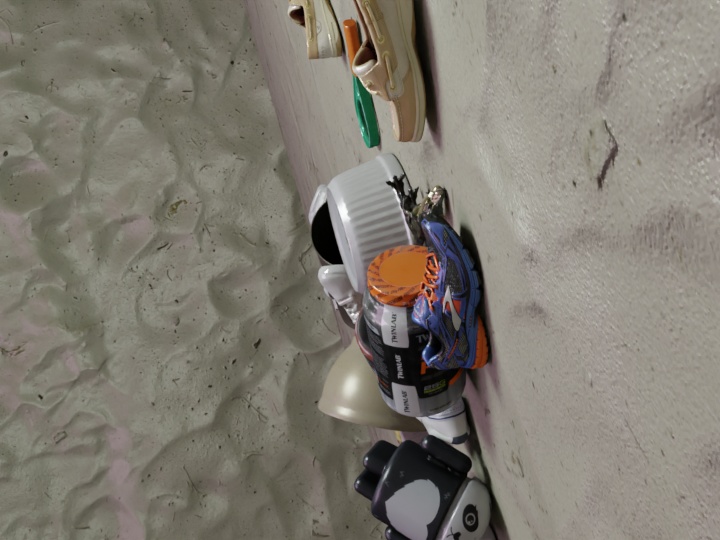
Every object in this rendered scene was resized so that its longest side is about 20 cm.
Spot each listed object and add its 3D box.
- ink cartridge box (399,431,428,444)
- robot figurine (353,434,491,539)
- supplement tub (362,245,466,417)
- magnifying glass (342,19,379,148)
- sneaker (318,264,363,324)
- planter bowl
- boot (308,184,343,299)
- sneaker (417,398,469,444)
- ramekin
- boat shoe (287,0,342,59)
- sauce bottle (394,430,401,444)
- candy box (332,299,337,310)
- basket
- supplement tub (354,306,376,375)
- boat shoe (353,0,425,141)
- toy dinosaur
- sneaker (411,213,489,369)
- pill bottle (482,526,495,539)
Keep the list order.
[{"bbox_3d":[0.131,0.367,1.536,0.200,0.066,0.119,-116,12,-66],"label":"ink cartridge box"},{"bbox_3d":[0.091,0.325,1.249,0.197,0.126,0.151,26,149,16],"label":"robot figurine"},{"bbox_3d":[0.069,0.077,1.108,0.123,0.120,0.203,-115,10,-51],"label":"supplement tub"},{"bbox_3d":[0.000,-0.274,1.297,0.080,0.022,0.203,-113,11,-50],"label":"magnifying glass"},{"bbox_3d":[0.006,0.065,1.389,0.199,0.074,0.090,36,-125,-35],"label":"sneaker"},{"bbox_3d":[0.033,0.188,1.507,0.200,0.196,0.138,-173,93,-83],"label":"planter bowl"},{"bbox_3d":[-0.053,-0.056,1.603,0.095,0.072,0.204,31,120,45],"label":"boot"},{"bbox_3d":[0.113,0.222,1.304,0.200,0.071,0.072,156,101,-83],"label":"sneaker"},{"bbox_3d":[0.020,-0.060,1.273,0.200,0.103,0.204,163,90,-84],"label":"ramekin"},{"bbox_3d":[-0.087,-0.434,1.440,0.074,0.068,0.203,86,166,-63],"label":"boat shoe"},{"bbox_3d":[0.083,0.241,1.671,0.066,0.065,0.204,-123,20,-68],"label":"sauce bottle"},{"bbox_3d":[-0.054,-0.009,2.186,0.168,0.070,0.204,125,129,-82],"label":"candy box"},{"bbox_3d":[0.000,0.000,1.509,0.202,0.133,0.182,75,179,-45],"label":"basket"},{"bbox_3d":[0.058,0.117,1.317,0.201,0.105,0.109,66,-176,-64],"label":"supplement tub"},{"bbox_3d":[0.024,-0.225,0.921,0.074,0.068,0.203,-116,12,-55],"label":"boat shoe"},{"bbox_3d":[0.071,-0.071,1.090,0.200,0.047,0.089,83,163,-71],"label":"toy dinosaur"},{"bbox_3d":[0.093,0.033,0.979,0.075,0.077,0.204,-122,17,-65],"label":"sneaker"},{"bbox_3d":[0.152,0.453,1.368,0.201,0.109,0.113,86,166,-62],"label":"pill bottle"}]
